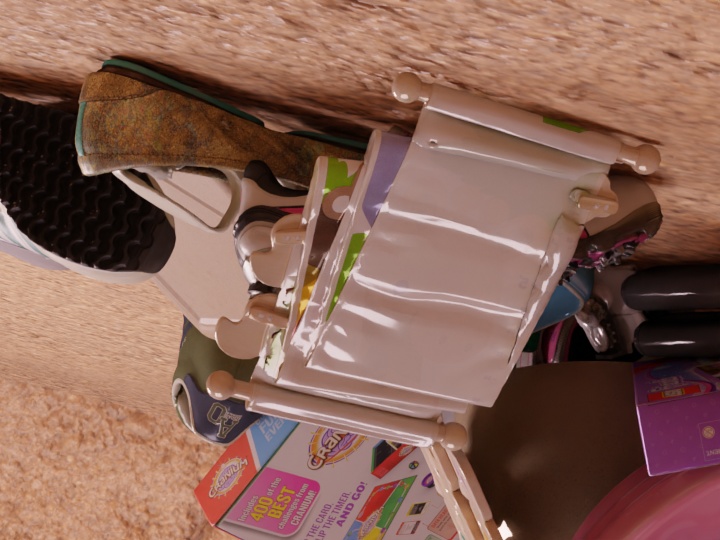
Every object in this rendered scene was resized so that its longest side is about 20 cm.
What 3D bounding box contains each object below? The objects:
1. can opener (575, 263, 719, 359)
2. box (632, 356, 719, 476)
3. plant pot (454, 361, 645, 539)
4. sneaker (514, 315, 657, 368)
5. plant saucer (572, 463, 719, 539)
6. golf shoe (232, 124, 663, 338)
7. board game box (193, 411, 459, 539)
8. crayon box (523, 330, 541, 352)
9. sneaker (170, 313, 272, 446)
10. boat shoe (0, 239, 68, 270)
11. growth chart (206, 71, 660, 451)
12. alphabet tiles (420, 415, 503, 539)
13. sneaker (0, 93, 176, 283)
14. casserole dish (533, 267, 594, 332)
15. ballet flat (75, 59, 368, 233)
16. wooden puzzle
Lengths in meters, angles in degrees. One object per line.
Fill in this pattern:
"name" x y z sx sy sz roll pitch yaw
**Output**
"can opener" 0.174 0.018 1.493 0.066 0.053 0.200 -21 -173 -21
"box" 0.212 0.064 1.413 0.137 0.039 0.200 -10 -177 6
"plant pot" 0.151 0.147 1.604 0.200 0.135 0.200 4 160 1
"sneaker" 0.124 0.046 1.660 0.200 0.081 0.088 -2 164 34
"plant saucer" 0.185 0.159 1.480 0.200 0.201 0.051 21 -155 -44
"golf shoe" 0.040 -0.028 1.268 0.200 0.092 0.073 -10 173 -2
"board game box" 0.015 0.133 1.753 0.200 0.153 0.040 31 -167 -36
"crayon box" 0.000 0.000 1.584 0.119 0.058 0.200 20 170 -40
"sneaker" -0.093 0.059 1.721 0.067 0.090 0.200 22 -178 -12
"boat shoe" -0.241 -0.056 1.580 0.200 0.072 0.066 22 153 -6
"growth chart" 0.025 0.001 1.215 0.145 0.200 0.018 21 -150 -17
"alphabet tiles" 0.053 0.122 1.503 0.015 0.200 0.196 -25 -158 -3
"sneaker" -0.164 -0.044 1.424 0.200 0.070 0.093 25 173 28
"casserole dish" 0.056 0.005 1.395 0.121 0.039 0.200 -23 161 14
"ballet flat" -0.048 -0.045 1.327 0.200 0.071 0.071 17 172 -23
"wooden puzzle" -0.088 -0.025 1.480 0.200 0.037 0.185 43 160 -24
